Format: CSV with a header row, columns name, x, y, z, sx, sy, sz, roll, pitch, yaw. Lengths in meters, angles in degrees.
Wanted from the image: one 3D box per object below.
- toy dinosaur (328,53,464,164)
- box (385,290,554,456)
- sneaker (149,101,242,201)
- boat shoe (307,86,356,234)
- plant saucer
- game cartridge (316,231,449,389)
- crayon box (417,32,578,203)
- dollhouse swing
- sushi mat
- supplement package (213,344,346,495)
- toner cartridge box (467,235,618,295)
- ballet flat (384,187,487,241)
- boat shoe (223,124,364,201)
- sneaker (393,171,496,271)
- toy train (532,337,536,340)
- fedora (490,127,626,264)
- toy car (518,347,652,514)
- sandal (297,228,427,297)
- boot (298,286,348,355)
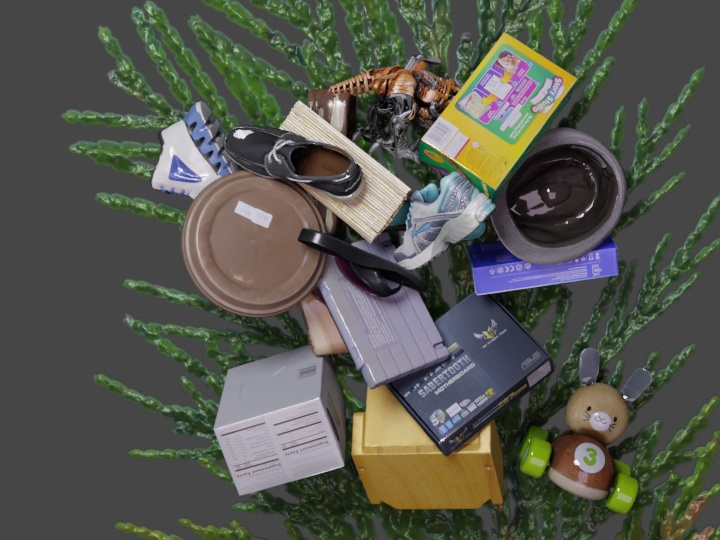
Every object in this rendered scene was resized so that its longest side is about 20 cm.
name,x,y,z,sx,sy,sz,roll,pitch,yaw
toy dinosaur,0.048,-0.226,1.593,0.199,0.102,0.136,10,108,-12
box,0.145,0.138,1.671,0.200,0.158,0.051,-36,144,-8
sneaker,-0.224,-0.122,1.651,0.115,0.081,0.200,-22,103,12
boat shoe,-0.052,-0.152,1.645,0.074,0.075,0.204,9,104,11
plant saucer,-0.138,-0.038,1.587,0.199,0.029,0.201,2,81,-14
game cartridge,0.023,0.054,1.648,0.129,0.038,0.201,-20,74,-21
crayon box,0.180,-0.199,1.562,0.119,0.058,0.200,35,74,10
dollhouse swing,0.104,0.225,1.749,0.199,0.176,0.182,-4,136,14
sushi mat,-0.033,-0.131,1.598,0.200,0.012,0.096,39,110,9
supplement package,-0.109,0.206,1.695,0.155,0.200,0.111,-17,109,6
toner cartridge box,0.254,-0.015,1.675,0.199,0.095,0.043,-8,110,3
ballet flat,0.077,-0.086,1.662,0.199,0.068,0.068,8,111,-4
boat shoe,-0.091,-0.153,1.563,0.199,0.068,0.072,20,80,15
sneaker,0.097,-0.070,1.579,0.086,0.078,0.200,52,141,-1
toy train,0.171,0.150,1.764,0.200,0.042,0.056,-38,95,13
fedora,0.260,-0.102,1.635,0.199,0.090,0.178,-29,96,-5
toy car,0.343,0.222,1.741,0.164,0.158,0.201,22,97,3
sandal,-0.001,0.000,1.595,0.200,0.075,0.048,23,83,-27
boot,-0.014,0.012,1.710,0.166,0.072,0.201,-18,96,-12
